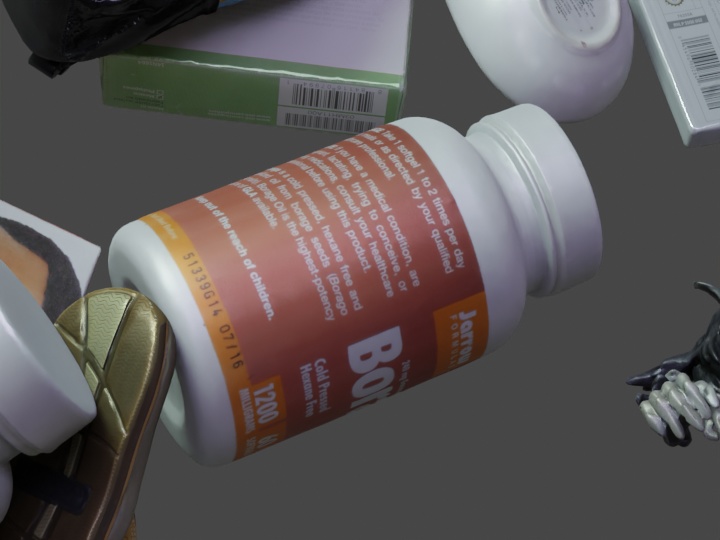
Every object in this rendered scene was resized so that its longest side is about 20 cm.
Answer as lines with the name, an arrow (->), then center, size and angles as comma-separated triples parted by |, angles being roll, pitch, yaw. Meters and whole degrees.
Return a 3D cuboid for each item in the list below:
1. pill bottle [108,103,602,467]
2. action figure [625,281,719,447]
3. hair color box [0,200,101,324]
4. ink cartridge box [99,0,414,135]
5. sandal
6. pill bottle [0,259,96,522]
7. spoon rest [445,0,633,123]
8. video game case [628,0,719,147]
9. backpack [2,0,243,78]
pill bottle -> 0.000, 0.000, 1.091 | 0.199, 0.112, 0.113 | -22, 63, -16
action figure -> 0.181, 0.072, 1.070 | 0.118, 0.102, 0.201 | -12, 62, 2
hair color box -> -0.221, -0.001, 1.060 | 0.199, 0.061, 0.102 | 26, 62, -18
ink cartridge box -> -0.043, -0.165, 1.225 | 0.145, 0.048, 0.201 | 6, 57, -1
sandal -> -0.123, 0.104, 1.023 | 0.080, 0.054, 0.201 | 25, 90, 32
pill bottle -> -0.208, 0.079, 0.972 | 0.200, 0.113, 0.113 | -35, 65, 2
spoon rest -> 0.065, -0.162, 1.199 | 0.099, 0.061, 0.201 | -34, 98, -36
video game case -> 0.234, -0.140, 1.248 | 0.199, 0.018, 0.144 | -11, 60, -10
backpack -> -0.089, -0.207, 1.142 | 0.199, 0.135, 0.183 | -21, 67, -21
